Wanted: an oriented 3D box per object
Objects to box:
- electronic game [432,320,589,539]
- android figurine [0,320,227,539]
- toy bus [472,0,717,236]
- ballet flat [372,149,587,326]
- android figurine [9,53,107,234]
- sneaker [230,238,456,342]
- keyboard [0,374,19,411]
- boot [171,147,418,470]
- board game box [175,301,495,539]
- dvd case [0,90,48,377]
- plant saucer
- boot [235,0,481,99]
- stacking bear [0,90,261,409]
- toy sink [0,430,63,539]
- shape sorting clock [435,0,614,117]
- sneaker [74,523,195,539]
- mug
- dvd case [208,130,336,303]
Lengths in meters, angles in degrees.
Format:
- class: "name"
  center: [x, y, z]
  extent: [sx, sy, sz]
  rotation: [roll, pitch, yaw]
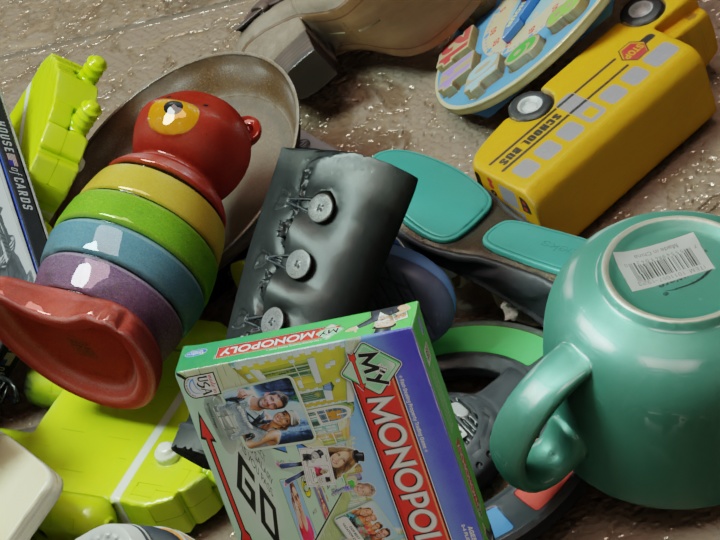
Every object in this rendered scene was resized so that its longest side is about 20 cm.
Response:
- class: "electronic game"
  center: [0.048, 0.104, 1.503]
  extent: [0.199, 0.042, 0.200]
  rotation: [-14, 39, 12]
- class: "android figurine"
  center: [-0.140, 0.102, 1.590]
  extent: [0.199, 0.041, 0.182]
  rotation: [7, 48, 34]
- class: "toy bus"
  center: [0.161, -0.099, 1.659]
  extent: [0.200, 0.065, 0.078]
  rotation: [-40, 42, -20]
- class: "ballet flat"
  center: [0.077, -0.010, 1.592]
  extent: [0.200, 0.073, 0.073]
  rotation: [27, 60, 35]
- class: "android figurine"
  center: [-0.226, -0.065, 1.743]
  extent: [0.200, 0.041, 0.182]
  rotation: [-51, 26, 35]
- class: "sneaker"
  center: [0.000, 0.000, 1.597]
  extent: [0.082, 0.074, 0.200]
  rotation: [-34, 24, -29]
- class: "keyboard"
  center: [-0.267, 0.069, 1.567]
  extent: [0.104, 0.040, 0.200]
  rotation: [0, -5, -13]
- class: "boot"
  center: [-0.008, 0.033, 1.479]
  extent: [0.164, 0.066, 0.201]
  rotation: [15, 74, 30]
- class: "board game box"
  center: [-0.006, 0.119, 1.385]
  extent: [0.134, 0.201, 0.029]
  rotation: [-11, 28, 15]
- class: "dvd case"
  center: [-0.259, -0.015, 1.693]
  extent: [0.025, 0.150, 0.200]
  rotation: [7, 45, -34]
- class: "plant saucer"
  center: [-0.117, -0.057, 1.694]
  extent: [0.200, 0.032, 0.201]
  rotation: [-21, 46, 23]
- class: "boot"
  center: [-0.003, -0.200, 1.837]
  extent: [0.200, 0.070, 0.146]
  rotation: [-29, 30, 6]
- class: "stacking bear"
  center: [-0.132, -0.026, 1.575]
  extent: [0.121, 0.114, 0.200]
  rotation: [12, 60, 27]
- class: "toy sink"
  center: [-0.290, 0.160, 1.487]
  extent: [0.200, 0.112, 0.130]
  rotation: [-54, 30, -6]
- class: "shape sorting clock"
  center: [0.122, -0.188, 1.746]
  extent: [0.200, 0.039, 0.200]
  rotation: [-46, 19, 21]
- class: "sneaker"
  center: [-0.164, 0.195, 1.486]
  extent: [0.200, 0.079, 0.079]
  rotation: [-18, 69, 44]
- class: "mug"
  center: [0.171, 0.050, 1.417]
  extent: [0.152, 0.115, 0.185]
  rotation: [15, 46, 20]
- class: "dvd case"
  center: [-0.114, -0.060, 1.772]
  extent: [0.150, 0.025, 0.200]
  rotation: [-39, 41, -18]
